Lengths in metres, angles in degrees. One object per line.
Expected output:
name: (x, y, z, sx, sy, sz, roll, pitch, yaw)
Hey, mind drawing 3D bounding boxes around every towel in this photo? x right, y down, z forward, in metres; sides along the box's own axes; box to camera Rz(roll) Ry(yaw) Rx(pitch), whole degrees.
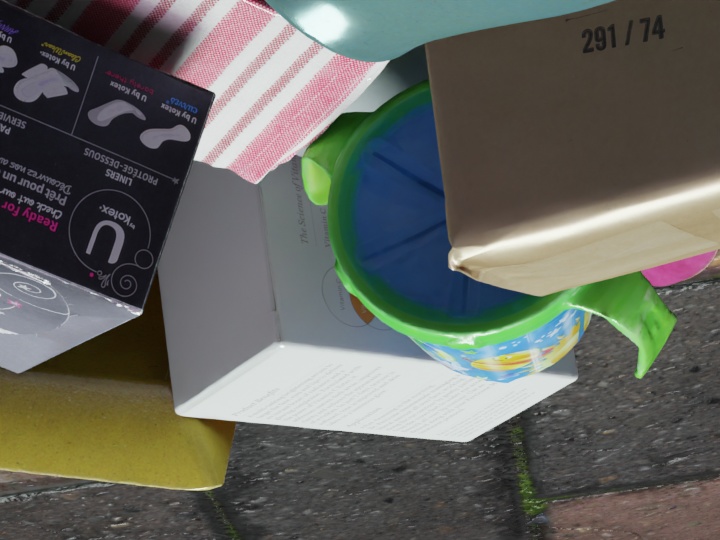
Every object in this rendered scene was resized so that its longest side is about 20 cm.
towel: (-0.099, -0.112, 1.208, 0.200, 0.030, 0.146, 22, 148, -19)

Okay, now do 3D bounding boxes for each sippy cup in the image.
sippy cup: (0.061, -0.009, 1.269, 0.140, 0.178, 0.130, -24, 156, 2)

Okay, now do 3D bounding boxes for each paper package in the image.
paper package: (0.132, -0.105, 1.130, 0.200, 0.191, 0.103, -15, 163, 24)

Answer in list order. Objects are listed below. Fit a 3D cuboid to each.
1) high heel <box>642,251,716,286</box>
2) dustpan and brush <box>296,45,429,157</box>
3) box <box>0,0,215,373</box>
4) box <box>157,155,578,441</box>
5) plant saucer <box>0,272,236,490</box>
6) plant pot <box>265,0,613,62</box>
high heel: (0.159, -0.045, 1.463, 0.096, 0.067, 0.200, -12, 156, -17)
dustpan and brush: (-0.036, -0.105, 1.287, 0.200, 0.057, 0.140, -3, 152, -31)
box: (-0.174, -0.035, 1.222, 0.132, 0.115, 0.200, 22, 161, -19)
box: (0.000, 0.000, 1.416, 0.200, 0.152, 0.106, 8, 153, -34)
plant saucer: (-0.163, 0.042, 1.454, 0.200, 0.200, 0.048, 6, 117, 1)
plant pot: (0.046, -0.169, 0.887, 0.188, 0.200, 0.200, -30, 151, 31)
